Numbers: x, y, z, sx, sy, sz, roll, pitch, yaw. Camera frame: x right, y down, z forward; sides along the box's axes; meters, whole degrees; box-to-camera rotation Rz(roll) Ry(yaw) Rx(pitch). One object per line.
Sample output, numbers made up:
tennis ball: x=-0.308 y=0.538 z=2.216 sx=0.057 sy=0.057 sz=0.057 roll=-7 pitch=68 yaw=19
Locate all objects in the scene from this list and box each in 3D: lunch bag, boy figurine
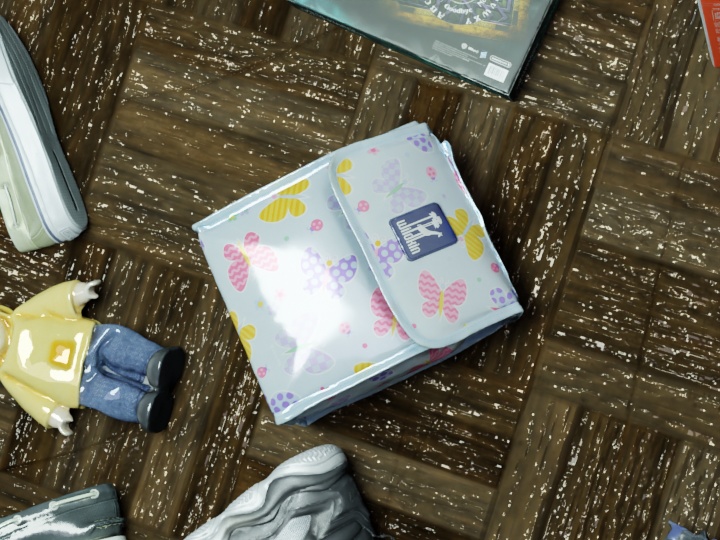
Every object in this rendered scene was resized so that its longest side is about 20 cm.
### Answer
lunch bag: x=0.000 y=0.000 z=1.268 sx=0.199 sy=0.127 sz=0.171 roll=-24 pitch=81 yaw=4
boy figurine: x=-0.240 y=0.063 z=1.355 sx=0.199 sy=0.064 sz=0.125 roll=17 pitch=91 yaw=13

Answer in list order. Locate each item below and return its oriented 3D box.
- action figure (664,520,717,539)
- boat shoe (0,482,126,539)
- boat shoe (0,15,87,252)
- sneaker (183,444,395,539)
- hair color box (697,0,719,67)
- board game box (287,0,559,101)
action figure: x=0.289 y=0.263 z=1.197 sx=0.200 sy=0.105 sz=0.194 roll=35 pitch=87 yaw=42
boat shoe: x=-0.283 y=0.216 z=1.339 sx=0.198 sy=0.076 sz=0.061 roll=-11 pitch=75 yaw=-8
boat shoe: x=-0.284 y=-0.112 z=1.380 sx=0.062 sy=0.072 sz=0.201 roll=-22 pitch=82 yaw=9
sneaker: x=-0.069 y=0.230 z=1.284 sx=0.200 sy=0.075 sz=0.114 roll=-39 pitch=74 yaw=5
hair color box: x=0.268 y=-0.212 z=1.178 sx=0.061 sy=0.200 sz=0.102 roll=0 pitch=84 yaw=14
board game box: x=0.057 y=-0.232 z=1.325 sx=0.199 sy=0.028 sz=0.136 roll=26 pitch=91 yaw=16
